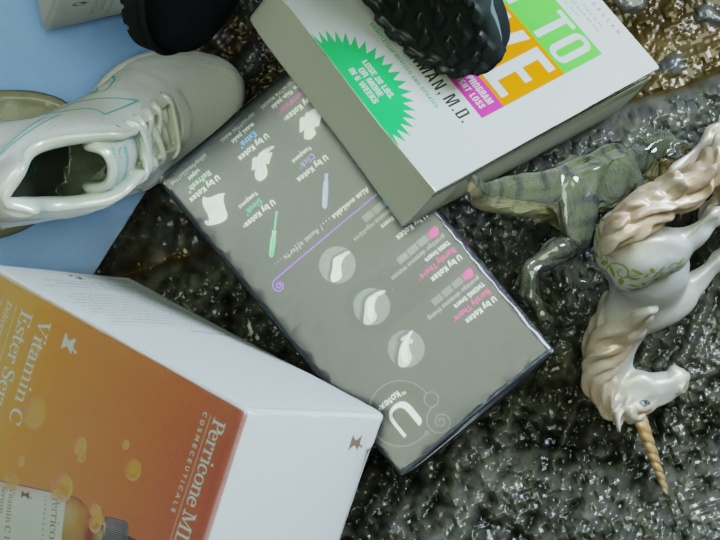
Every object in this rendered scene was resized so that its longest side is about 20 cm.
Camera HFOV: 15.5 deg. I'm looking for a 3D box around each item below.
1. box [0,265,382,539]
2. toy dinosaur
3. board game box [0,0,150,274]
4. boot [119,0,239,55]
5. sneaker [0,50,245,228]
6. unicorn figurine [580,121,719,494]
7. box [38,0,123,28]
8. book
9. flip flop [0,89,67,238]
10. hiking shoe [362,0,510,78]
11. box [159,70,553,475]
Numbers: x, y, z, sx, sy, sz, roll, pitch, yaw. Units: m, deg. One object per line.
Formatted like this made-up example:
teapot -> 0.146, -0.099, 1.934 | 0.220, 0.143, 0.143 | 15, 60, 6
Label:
box -> -0.112, 0.103, 1.339 | 0.200, 0.106, 0.153 | 25, 102, 38
toy dinosaur -> 0.109, -0.025, 1.401 | 0.047, 0.200, 0.088 | 26, 116, 36
board game box -> -0.193, -0.072, 1.447 | 0.158, 0.039, 0.200 | 33, 84, -10
boot -> -0.018, -0.169, 1.242 | 0.168, 0.076, 0.201 | 24, 117, 19
sneaker -> -0.130, -0.062, 1.376 | 0.200, 0.080, 0.071 | -26, 113, -36
unicorn figurine -> 0.162, 0.004, 1.392 | 0.137, 0.200, 0.074 | -41, 50, -7
box -> -0.087, -0.231, 1.396 | 0.199, 0.106, 0.153 | -14, 85, -14
book -> 0.049, -0.114, 1.382 | 0.200, 0.048, 0.134 | -29, 78, -45
flip flop -> -0.237, -0.055, 1.380 | 0.199, 0.058, 0.081 | -2, 89, -23
hiking shoe -> 0.027, -0.194, 1.314 | 0.087, 0.074, 0.200 | -43, 108, -42
box -> 0.000, 0.000, 1.395 | 0.106, 0.122, 0.200 | -40, 85, 1
